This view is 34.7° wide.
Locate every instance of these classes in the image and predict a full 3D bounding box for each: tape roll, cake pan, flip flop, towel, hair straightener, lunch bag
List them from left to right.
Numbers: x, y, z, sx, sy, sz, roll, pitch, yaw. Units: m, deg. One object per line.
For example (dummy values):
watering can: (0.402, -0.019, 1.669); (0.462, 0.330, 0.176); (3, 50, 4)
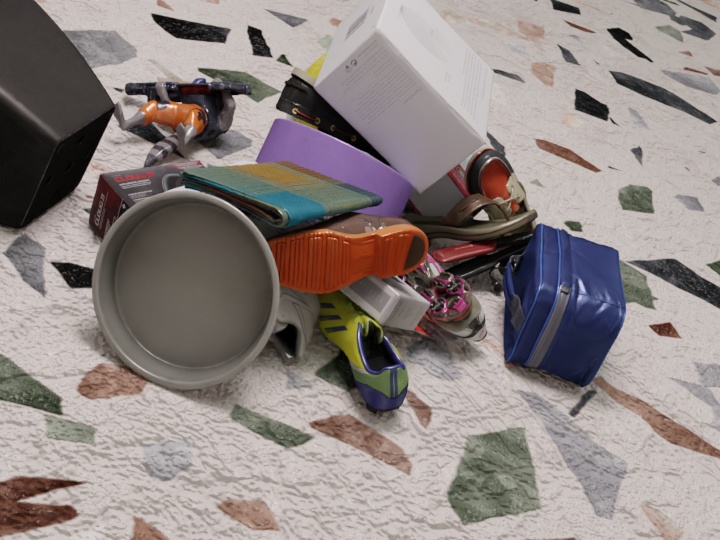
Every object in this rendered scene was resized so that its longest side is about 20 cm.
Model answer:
cake pan: (-0.177, 0.019, 1.188); (0.198, 0.203, 0.037); (25, 8, 5)
towel: (-0.082, -0.086, 1.257); (0.145, 0.022, 0.199); (23, 19, 26)
tape roll: (-0.038, -0.109, 1.459); (0.198, 0.086, 0.200); (26, -2, 1)
flip flop: (0.141, -0.075, 1.562); (0.197, 0.059, 0.081); (2, 12, 27)
hair straightener: (0.186, -0.012, 1.558); (0.198, 0.078, 0.041); (-18, 29, -24)
lunch bag: (0.247, 0.033, 1.465); (0.131, 0.137, 0.201); (19, 32, -5)

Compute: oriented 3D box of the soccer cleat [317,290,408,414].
soccer cleat: (0.003, 0.071, 1.302); (0.064, 0.085, 0.201); (-11, 43, -20)

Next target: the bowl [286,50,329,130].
bowl: (-0.042, -0.210, 1.654); (0.106, 0.202, 0.201); (-15, 22, 24)

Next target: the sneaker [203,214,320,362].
sneaker: (-0.104, 0.018, 1.256); (0.200, 0.074, 0.088); (51, 26, -35)

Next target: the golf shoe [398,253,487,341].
golf shoe: (0.084, 0.027, 1.455); (0.200, 0.073, 0.092); (43, -5, 48)

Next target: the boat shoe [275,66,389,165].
boat shoe: (-0.028, -0.187, 1.506); (0.200, 0.064, 0.073); (31, 1, -38)

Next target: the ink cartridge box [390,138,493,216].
ink cartridge box: (0.108, -0.176, 1.693); (0.146, 0.083, 0.200); (50, 29, -11)

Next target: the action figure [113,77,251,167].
action figure: (-0.256, -0.209, 1.590); (0.197, 0.106, 0.193); (5, 16, 27)

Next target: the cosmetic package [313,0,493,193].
cosmetic package: (0.062, -0.245, 1.489); (0.200, 0.123, 0.200); (42, 32, -18)

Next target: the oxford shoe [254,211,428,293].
oxford shoe: (-0.028, -0.024, 1.256); (0.197, 0.072, 0.073); (-4, 28, -26)

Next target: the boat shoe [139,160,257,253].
boat shoe: (-0.165, -0.066, 1.288); (0.067, 0.070, 0.199); (51, 34, 8)

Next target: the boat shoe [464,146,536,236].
boat shoe: (0.201, -0.096, 1.610); (0.071, 0.201, 0.063); (-39, 51, -6)

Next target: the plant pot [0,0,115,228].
plant pot: (-0.404, -0.172, 1.328); (0.176, 0.201, 0.200); (35, 32, 0)

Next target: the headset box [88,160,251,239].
headset box: (-0.214, -0.049, 1.360); (0.148, 0.078, 0.200); (-12, 47, -43)

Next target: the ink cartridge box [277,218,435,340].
ink cartridge box: (0.000, 0.000, 1.380); (0.199, 0.045, 0.176); (39, 9, 25)
